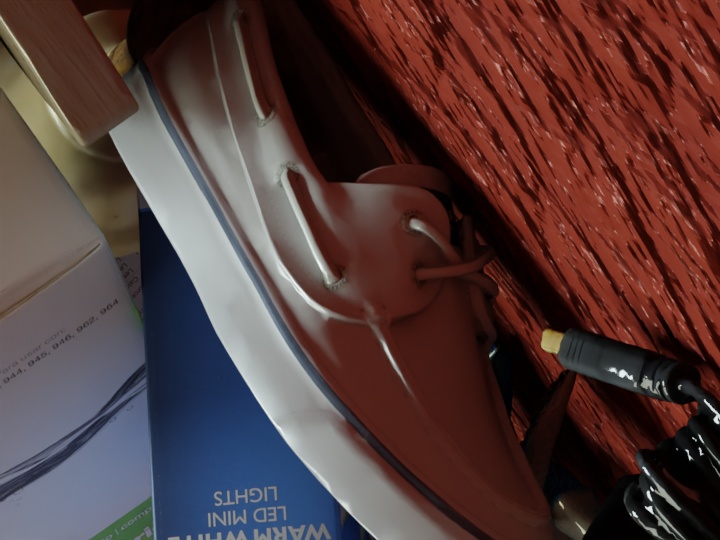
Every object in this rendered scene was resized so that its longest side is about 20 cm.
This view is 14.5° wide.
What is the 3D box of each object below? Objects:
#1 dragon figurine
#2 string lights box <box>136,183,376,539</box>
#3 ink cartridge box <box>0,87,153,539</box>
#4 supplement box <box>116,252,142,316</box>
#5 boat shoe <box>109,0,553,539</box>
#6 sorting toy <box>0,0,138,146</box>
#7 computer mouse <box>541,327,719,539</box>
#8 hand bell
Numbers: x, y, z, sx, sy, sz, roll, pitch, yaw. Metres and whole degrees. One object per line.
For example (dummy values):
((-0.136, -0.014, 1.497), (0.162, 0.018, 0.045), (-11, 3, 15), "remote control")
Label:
((0.036, 0.062, 0.828), (0.099, 0.059, 0.200), (52, 174, 29), "dragon figurine")
((-0.028, 0.063, 0.865), (0.103, 0.059, 0.201), (60, -155, -75), "string lights box")
((-0.129, 0.007, 0.910), (0.146, 0.084, 0.200), (52, 169, 26), "ink cartridge box")
((-0.125, -0.001, 1.207), (0.200, 0.134, 0.200), (44, -178, -33), "supplement box")
((0.000, 0.000, 0.740), (0.074, 0.065, 0.200), (19, -150, -57), "boat shoe")
((-0.116, -0.152, 0.797), (0.200, 0.070, 0.199), (58, 175, -18), "sorting toy")
((0.071, 0.073, 0.674), (0.141, 0.046, 0.200), (56, 174, -13), "computer mouse")
((-0.076, -0.070, 0.970), (0.104, 0.104, 0.200), (55, 163, -2), "hand bell")
